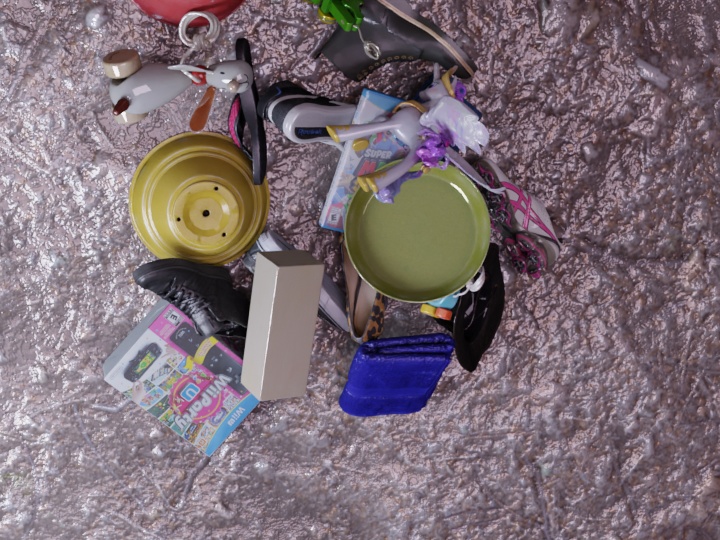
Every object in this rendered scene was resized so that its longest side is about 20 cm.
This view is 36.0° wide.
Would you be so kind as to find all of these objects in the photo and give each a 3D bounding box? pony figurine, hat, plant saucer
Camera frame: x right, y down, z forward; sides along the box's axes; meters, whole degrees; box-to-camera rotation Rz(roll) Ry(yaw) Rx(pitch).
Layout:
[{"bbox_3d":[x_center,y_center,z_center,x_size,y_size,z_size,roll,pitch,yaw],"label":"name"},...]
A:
[{"bbox_3d":[0.085,-0.171,1.449,0.200,0.193,0.167,-31,151,-8],"label":"pony figurine"},{"bbox_3d":[0.149,0.050,1.659,0.081,0.201,0.201,11,107,24],"label":"hat"},{"bbox_3d":[0.078,-0.054,1.522,0.200,0.031,0.200,0,84,3],"label":"plant saucer"}]

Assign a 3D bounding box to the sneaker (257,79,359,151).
[{"bbox_3d":[-0.057,-0.222,1.543,0.200,0.112,0.073,4,120,-51],"label":"sneaker"}]

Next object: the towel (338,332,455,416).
[{"bbox_3d":[0.053,0.161,1.631,0.148,0.050,0.200,-6,150,-13],"label":"towel"}]

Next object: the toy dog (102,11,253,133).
[{"bbox_3d":[-0.249,-0.237,1.440,0.200,0.096,0.132,-21,126,17],"label":"toy dog"}]

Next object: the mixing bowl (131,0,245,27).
[{"bbox_3d":[-0.218,-0.409,1.425,0.200,0.108,0.200,-4,108,-13],"label":"mixing bowl"}]

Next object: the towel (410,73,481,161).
[{"bbox_3d":[0.086,-0.175,1.593,0.112,0.049,0.200,33,95,-37],"label":"towel"}]

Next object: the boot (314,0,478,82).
[{"bbox_3d":[0.050,-0.296,1.544,0.200,0.077,0.138,37,99,-1],"label":"boot"}]

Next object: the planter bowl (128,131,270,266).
[{"bbox_3d":[-0.217,-0.087,1.532,0.200,0.083,0.201,-4,107,-14],"label":"planter bowl"}]

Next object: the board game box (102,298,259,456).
[{"bbox_3d":[-0.248,0.150,1.604,0.200,0.064,0.148,41,93,-22],"label":"board game box"}]

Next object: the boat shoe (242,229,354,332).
[{"bbox_3d":[-0.088,0.026,1.614,0.071,0.072,0.200,-41,106,15],"label":"boat shoe"}]

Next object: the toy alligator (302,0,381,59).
[{"bbox_3d":[-0.024,-0.362,1.490,0.054,0.059,0.200,-34,74,-32],"label":"toy alligator"}]

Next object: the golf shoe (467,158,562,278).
[{"bbox_3d":[0.232,-0.090,1.664,0.092,0.073,0.200,-45,109,-35],"label":"golf shoe"}]

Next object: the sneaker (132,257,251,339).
[{"bbox_3d":[-0.220,0.046,1.536,0.060,0.104,0.200,-32,157,32],"label":"sneaker"}]

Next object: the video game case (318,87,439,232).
[{"bbox_3d":[0.037,-0.140,1.546,0.143,0.018,0.200,13,105,-25],"label":"video game case"}]

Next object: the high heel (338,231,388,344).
[{"bbox_3d":[0.000,0.000,1.579,0.071,0.143,0.200,-8,112,16],"label":"high heel"}]

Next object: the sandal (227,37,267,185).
[{"bbox_3d":[-0.161,-0.216,1.520,0.045,0.075,0.200,-8,100,3],"label":"sandal"}]

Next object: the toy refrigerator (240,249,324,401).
[{"bbox_3d":[-0.111,0.075,1.546,0.076,0.070,0.200,-4,112,-33],"label":"toy refrigerator"}]

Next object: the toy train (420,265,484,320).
[{"bbox_3d":[0.111,-0.025,1.592,0.056,0.200,0.150,21,124,-25],"label":"toy train"}]
